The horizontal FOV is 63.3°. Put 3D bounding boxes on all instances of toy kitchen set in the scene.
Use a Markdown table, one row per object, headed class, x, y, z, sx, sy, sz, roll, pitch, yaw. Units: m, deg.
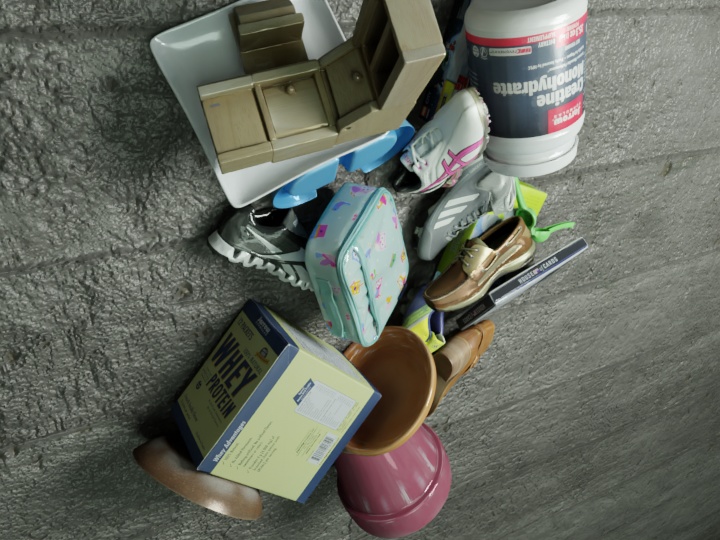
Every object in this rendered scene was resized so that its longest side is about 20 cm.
| class | x | y | z | sx | sy | sz | roll | pitch | yaw |
| --- | --- | --- | --- | --- | --- | --- | --- | --- | --- |
| toy kitchen set | -0.060 | -0.213 | 0.540 | 0.197 | 0.180 | 0.166 | -17 | 87 | -11 |

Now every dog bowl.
| class | x | y | z | sx | sy | sz | roll | pitch | yaw |
| --- | --- | --- | --- | --- | --- | --- | --- | --- | --- |
| dog bowl | -0.030 | -0.146 | 0.718 | 0.198 | 0.050 | 0.112 | -29 | 173 | -13 |

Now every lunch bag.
| class | x | y | z | sx | sy | sz | roll | pitch | yaw |
| --- | --- | --- | --- | --- | --- | --- | --- | --- | --- |
| lunch bag | 0.000 | 0.000 | 0.784 | 0.161 | 0.076 | 0.201 | -62 | 150 | -34 |

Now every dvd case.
| class | x | y | z | sx | sy | sz | roll | pitch | yaw |
| --- | --- | --- | --- | --- | --- | --- | --- | --- | --- |
| dvd case | 0.261 | 0.024 | 0.958 | 0.198 | 0.025 | 0.151 | -27 | 167 | -20 |

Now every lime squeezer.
| class | x | y | z | sx | sy | sz | roll | pitch | yaw |
| --- | --- | --- | --- | --- | --- | --- | --- | --- | --- |
| lime squeezer | 0.276 | -0.087 | 0.911 | 0.199 | 0.038 | 0.071 | 31 | 98 | -38 |

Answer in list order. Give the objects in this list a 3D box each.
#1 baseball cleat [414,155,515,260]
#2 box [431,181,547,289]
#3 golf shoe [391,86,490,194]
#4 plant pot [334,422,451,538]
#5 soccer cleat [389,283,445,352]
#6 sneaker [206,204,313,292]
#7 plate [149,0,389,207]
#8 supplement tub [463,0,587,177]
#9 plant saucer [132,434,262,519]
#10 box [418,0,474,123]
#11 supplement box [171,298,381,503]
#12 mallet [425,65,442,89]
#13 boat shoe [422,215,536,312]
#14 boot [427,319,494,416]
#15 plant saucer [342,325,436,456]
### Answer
| class | x | y | z | sx | sy | sz | roll | pitch | yaw |
| --- | --- | --- | --- | --- | --- | --- | --- | --- | --- |
| baseball cleat | 0.158 | -0.088 | 0.855 | 0.069 | 0.106 | 0.202 | -6 | 126 | -60 |
| box | 0.206 | -0.052 | 0.945 | 0.121 | 0.048 | 0.202 | 9 | 112 | -33 |
| golf shoe | 0.100 | -0.153 | 0.751 | 0.091 | 0.073 | 0.200 | -22 | 164 | -19 |
| plant pot | 0.034 | 0.300 | 0.966 | 0.198 | 0.200 | 0.180 | -31 | 123 | -9 |
| soccer cleat | 0.091 | 0.121 | 0.951 | 0.065 | 0.083 | 0.203 | -22 | 134 | -60 |
| sneaker | -0.095 | -0.034 | 0.768 | 0.198 | 0.067 | 0.091 | 22 | 109 | -35 |
| plate | -0.095 | -0.196 | 0.639 | 0.198 | 0.032 | 0.202 | -28 | 91 | -12 |
| supplement tub | 0.205 | -0.235 | 0.722 | 0.139 | 0.140 | 0.202 | -25 | 127 | -14 |
| plant saucer | -0.217 | 0.279 | 0.815 | 0.200 | 0.199 | 0.037 | 38 | 76 | -39 |
| box | 0.170 | -0.286 | 0.788 | 0.135 | 0.038 | 0.202 | 4 | 116 | -31 |
| supplement box | -0.118 | 0.188 | 0.833 | 0.199 | 0.134 | 0.201 | 37 | 90 | -39 |
| mallet | 0.064 | -0.318 | 0.711 | 0.065 | 0.041 | 0.203 | -17 | 121 | -18 |
| boat shoe | 0.174 | -0.016 | 0.878 | 0.199 | 0.075 | 0.075 | -33 | 121 | -16 |
| boot | 0.158 | 0.176 | 1.042 | 0.154 | 0.074 | 0.201 | -28 | 159 | -44 |
| plant saucer | 0.031 | 0.182 | 0.885 | 0.200 | 0.200 | 0.037 | -47 | 131 | 4 |
